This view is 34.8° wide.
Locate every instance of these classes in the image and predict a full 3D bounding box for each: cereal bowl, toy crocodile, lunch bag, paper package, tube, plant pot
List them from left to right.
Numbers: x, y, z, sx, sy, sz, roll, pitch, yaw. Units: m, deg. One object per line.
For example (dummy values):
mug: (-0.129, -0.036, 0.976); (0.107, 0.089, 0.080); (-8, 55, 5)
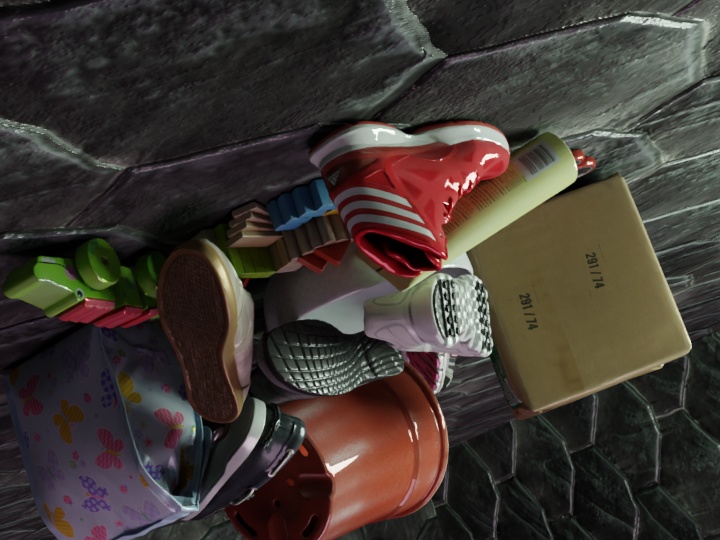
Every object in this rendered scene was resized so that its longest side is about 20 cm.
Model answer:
toy crocodile: (-0.204, 0.019, 0.926); (0.067, 0.062, 0.200); (-24, 164, 21)
lunch bag: (-0.243, 0.164, 1.134); (0.169, 0.202, 0.127); (-29, 162, 33)
plant pot: (-0.039, 0.197, 1.216); (0.200, 0.202, 0.195); (-28, 173, 33)
cereal bowl: (0.000, 0.000, 1.071); (0.198, 0.084, 0.200); (-17, 165, -5)
tube: (0.093, -0.048, 0.971); (0.199, 0.052, 0.058); (-32, 176, -18)
paper package: (0.214, 0.029, 1.189); (0.189, 0.202, 0.104); (-20, 169, -4)

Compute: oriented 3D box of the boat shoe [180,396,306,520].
boat shoe: (-0.117, 0.194, 1.107); (0.060, 0.076, 0.200); (21, 141, -19)

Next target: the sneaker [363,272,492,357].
sneaker: (0.066, 0.043, 1.032); (0.080, 0.076, 0.200); (-11, 168, 22)

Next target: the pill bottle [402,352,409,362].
pill bottle: (-0.010, 0.147, 1.470); (0.199, 0.113, 0.113); (-38, 168, -8)

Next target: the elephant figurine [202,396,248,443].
elephant figurine: (-0.193, 0.168, 1.297); (0.140, 0.157, 0.200); (-5, 170, -18)

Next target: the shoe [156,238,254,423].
shoe: (-0.124, 0.044, 0.955); (0.069, 0.054, 0.201); (13, 135, 13)

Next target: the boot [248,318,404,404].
boot: (-0.059, 0.097, 1.064); (0.131, 0.070, 0.199); (-20, 163, 32)

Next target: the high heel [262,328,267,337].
high heel: (-0.021, 0.043, 1.311); (0.199, 0.072, 0.142); (-32, -165, -12)

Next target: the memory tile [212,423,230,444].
memory tile: (-0.121, 0.174, 1.306); (0.154, 0.017, 0.200); (-58, 168, 28)

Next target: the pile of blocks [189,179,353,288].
pile of blocks: (-0.058, -0.024, 0.951); (0.199, 0.063, 0.082); (-24, 165, 16)

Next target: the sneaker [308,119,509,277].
sneaker: (0.053, -0.049, 0.888); (0.199, 0.117, 0.078); (-7, 162, -39)

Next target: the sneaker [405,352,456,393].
sneaker: (0.110, 0.067, 1.380); (0.087, 0.074, 0.201); (-19, 135, -26)

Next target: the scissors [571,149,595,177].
scissors: (0.148, -0.071, 1.147); (0.199, 0.014, 0.073); (-28, 165, 36)
